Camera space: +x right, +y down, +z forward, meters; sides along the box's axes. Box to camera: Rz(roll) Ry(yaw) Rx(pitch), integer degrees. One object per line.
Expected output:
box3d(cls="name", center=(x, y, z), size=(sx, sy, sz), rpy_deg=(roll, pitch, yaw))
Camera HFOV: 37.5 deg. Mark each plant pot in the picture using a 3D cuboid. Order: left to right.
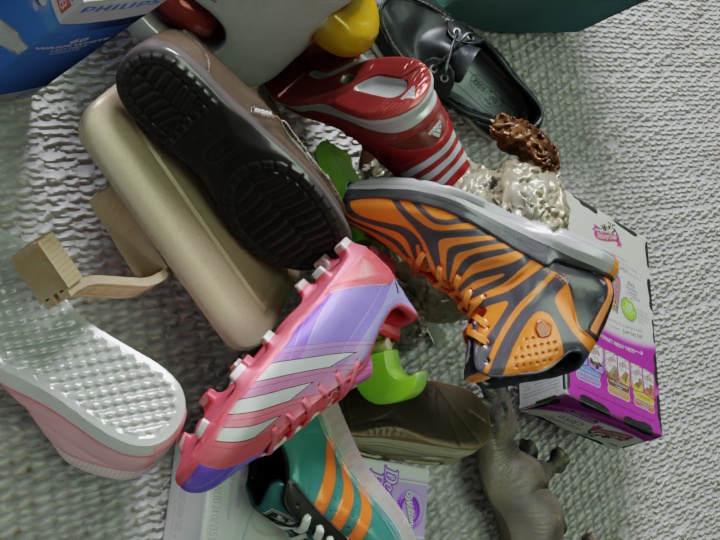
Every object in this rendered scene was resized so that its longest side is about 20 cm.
box3d(cls="plant pot", center=(0.154, -0.296, 0.961), size=(0.197, 0.141, 0.144), rpy_deg=(-14, 91, -30))

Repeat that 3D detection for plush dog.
box3d(cls="plush dog", center=(0.092, -0.024, 0.836), size=(0.159, 0.170, 0.204), rpy_deg=(17, 71, -36))

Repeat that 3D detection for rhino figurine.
box3d(cls="rhino figurine", center=(0.138, 0.181, 0.912), size=(0.087, 0.059, 0.203), rpy_deg=(-32, 101, -41))

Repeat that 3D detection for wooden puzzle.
box3d(cls="wooden puzzle", center=(-0.100, -0.065, 0.743), size=(0.186, 0.037, 0.201), rpy_deg=(56, 30, -18))

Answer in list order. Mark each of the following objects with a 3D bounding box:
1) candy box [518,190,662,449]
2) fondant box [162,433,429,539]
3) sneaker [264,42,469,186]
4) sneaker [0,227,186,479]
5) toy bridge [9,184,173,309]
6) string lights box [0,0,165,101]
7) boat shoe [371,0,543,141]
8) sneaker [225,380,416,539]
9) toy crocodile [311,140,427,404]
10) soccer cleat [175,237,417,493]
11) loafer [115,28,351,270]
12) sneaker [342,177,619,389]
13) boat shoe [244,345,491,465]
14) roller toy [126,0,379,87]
box3d(cls="candy box", center=(0.206, 0.045, 0.968), size=(0.135, 0.061, 0.203), rpy_deg=(25, 56, -34))
box3d(cls="fondant box", center=(-0.044, 0.202, 0.760), size=(0.198, 0.058, 0.147), rpy_deg=(17, 71, -37))
box3d(cls="sneaker", center=(0.005, -0.103, 0.785), size=(0.078, 0.200, 0.116), rpy_deg=(-40, 125, -8))
box3d(cls="sneaker", center=(-0.196, 0.058, 0.659), size=(0.199, 0.105, 0.076), rpy_deg=(37, 60, 6))
box3d(cls="toy bridge", center=(-0.145, -0.024, 0.678), size=(0.068, 0.027, 0.200), rpy_deg=(58, 25, -13))
box3d(cls="string lights box", center=(-0.190, -0.173, 0.612), size=(0.058, 0.198, 0.105), rpy_deg=(-18, 93, -39))
box3d(cls="boat shoe", center=(0.086, -0.176, 0.917), size=(0.199, 0.066, 0.075), rpy_deg=(40, 80, -30))
box3d(cls="sneaker", center=(-0.031, 0.155, 0.702), size=(0.079, 0.071, 0.202), rpy_deg=(-32, 93, -38))
box3d(cls="toy crocodile", center=(0.000, 0.000, 0.769), size=(0.067, 0.061, 0.204), rpy_deg=(27, 49, -59))
box3d(cls="soccer cleat", center=(-0.036, 0.065, 0.653), size=(0.076, 0.067, 0.201), rpy_deg=(42, 55, -7))
box3d(cls="loafer", center=(-0.070, -0.083, 0.690), size=(0.201, 0.072, 0.072), rpy_deg=(51, 29, -31))
box3d(cls="sneaker", center=(0.069, 0.013, 0.715), size=(0.197, 0.078, 0.114), rpy_deg=(18, 80, 9))
box3d(cls="boat shoe", center=(-0.001, 0.108, 0.802), size=(0.197, 0.065, 0.073), rpy_deg=(15, 53, -17))
box3d(cls="roller toy", center=(-0.084, -0.231, 0.716), size=(0.181, 0.139, 0.203), rpy_deg=(-1, 64, -49))
